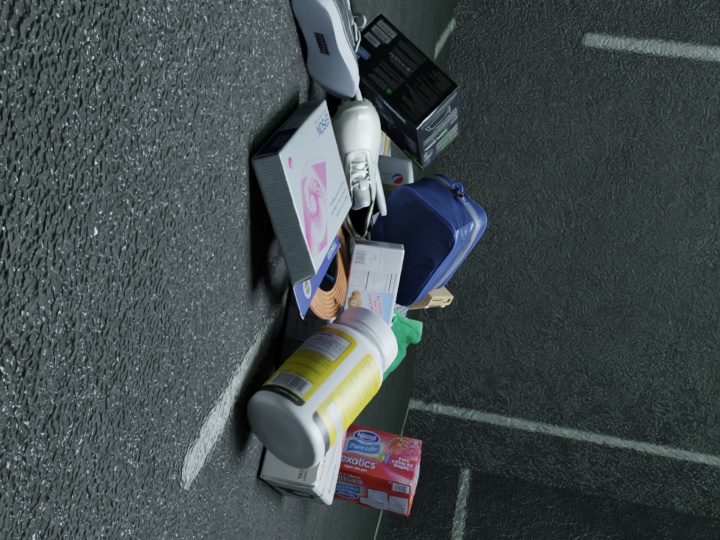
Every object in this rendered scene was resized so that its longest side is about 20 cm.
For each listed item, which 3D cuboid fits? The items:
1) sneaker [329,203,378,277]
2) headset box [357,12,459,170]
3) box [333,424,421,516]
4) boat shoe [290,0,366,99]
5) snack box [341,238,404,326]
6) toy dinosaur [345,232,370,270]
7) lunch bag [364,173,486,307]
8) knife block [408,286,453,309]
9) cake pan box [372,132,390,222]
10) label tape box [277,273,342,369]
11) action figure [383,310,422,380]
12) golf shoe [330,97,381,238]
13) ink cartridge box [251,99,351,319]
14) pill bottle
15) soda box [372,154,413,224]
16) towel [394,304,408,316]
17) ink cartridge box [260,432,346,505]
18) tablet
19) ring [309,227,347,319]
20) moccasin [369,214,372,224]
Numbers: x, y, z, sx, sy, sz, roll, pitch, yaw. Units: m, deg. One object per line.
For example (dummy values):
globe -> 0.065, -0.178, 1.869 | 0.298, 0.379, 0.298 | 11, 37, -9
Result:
sneaker -> -0.005, -0.027, 1.377 | 0.077, 0.082, 0.203 | -57, 156, -66
headset box -> 0.067, -0.273, 1.276 | 0.093, 0.174, 0.200 | -43, 167, -3
box -> 0.002, 0.339, 1.406 | 0.096, 0.196, 0.101 | -68, 165, -45
boat shoe -> -0.033, -0.290, 0.987 | 0.069, 0.073, 0.200 | -63, 156, -18
snack box -> 0.011, 0.055, 1.148 | 0.024, 0.071, 0.203 | -100, -162, -64
toy dinosaur -> 0.000, 0.000, 1.231 | 0.088, 0.047, 0.204 | 5, 85, -73
lunch bag -> 0.104, -0.058, 1.287 | 0.132, 0.136, 0.201 | -25, 156, -54
knife block -> 0.071, -0.013, 1.510 | 0.063, 0.198, 0.179 | -1, 84, -44
cake pan box -> 0.013, -0.197, 1.450 | 0.201, 0.051, 0.186 | 86, 17, -54
label tape box -> -0.060, 0.053, 1.173 | 0.144, 0.062, 0.204 | 26, 73, -81
action figure -> 0.042, 0.103, 1.270 | 0.119, 0.054, 0.200 | -59, 161, -9
golf shoe -> 0.000, -0.134, 1.100 | 0.202, 0.077, 0.098 | 92, -17, -46
ink cartridge box -> -0.056, -0.079, 0.971 | 0.197, 0.043, 0.203 | -67, 145, -59
pill bottle -> -0.042, 0.142, 1.027 | 0.200, 0.113, 0.116 | -44, 148, -39
soda box -> 0.056, -0.125, 1.416 | 0.200, 0.067, 0.065 | 75, 27, -69
towel -> 0.020, 0.082, 1.380 | 0.199, 0.085, 0.167 | -26, 144, -62
ink cartridge box -> -0.077, 0.255, 1.196 | 0.201, 0.083, 0.147 | 79, 21, -68
tablet -> 0.006, -0.195, 1.220 | 0.131, 0.013, 0.203 | -111, -173, -64
ring -> -0.060, -0.037, 1.044 | 0.200, 0.019, 0.204 | -10, 90, -73
moccasin -> -0.024, -0.133, 1.212 | 0.203, 0.076, 0.075 | 78, -4, -55
